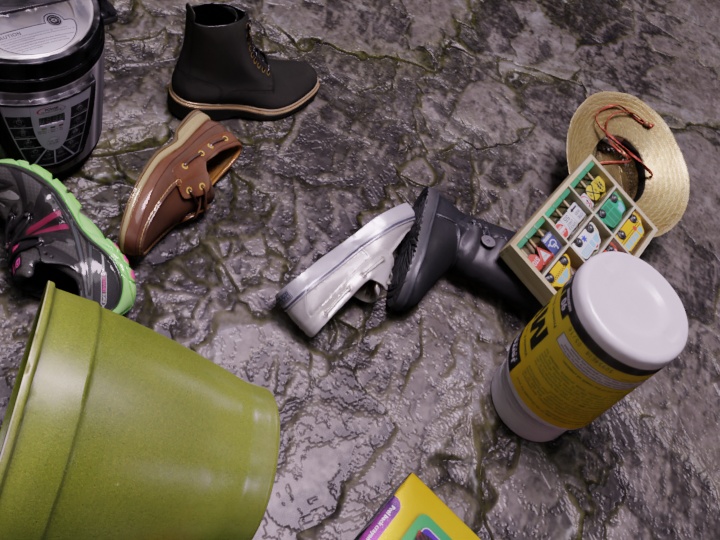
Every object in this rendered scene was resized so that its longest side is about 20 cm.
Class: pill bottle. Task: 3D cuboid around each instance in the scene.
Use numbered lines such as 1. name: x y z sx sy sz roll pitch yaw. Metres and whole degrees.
1. pill bottle: 0.211 0.084 0.721 0.111 0.201 0.116 10 52 -14

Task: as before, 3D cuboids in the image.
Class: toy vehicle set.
1. toy vehicle set: 0.257 -0.034 0.858 0.124 0.027 0.200 47 57 1

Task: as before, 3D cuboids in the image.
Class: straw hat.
1. straw hat: 0.336 -0.127 0.989 0.196 0.085 0.206 5 72 -16

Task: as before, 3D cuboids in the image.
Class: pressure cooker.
1. pressure cooker: -0.336 -0.206 0.709 0.174 0.201 0.179 15 50 -11

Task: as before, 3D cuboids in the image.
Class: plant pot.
1. plant pot: -0.168 0.133 0.557 0.189 0.201 0.204 17 51 -23

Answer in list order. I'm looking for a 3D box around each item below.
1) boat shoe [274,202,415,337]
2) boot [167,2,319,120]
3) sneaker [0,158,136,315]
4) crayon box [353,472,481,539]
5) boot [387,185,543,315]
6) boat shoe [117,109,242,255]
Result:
1. boat shoe: 0.000 0.000 0.787 0.199 0.071 0.070 -38 91 -37
2. boot: -0.121 -0.250 0.864 0.197 0.139 0.078 -20 64 -33
3. sneaker: -0.294 -0.027 0.680 0.199 0.077 0.084 41 48 11
4. crayon box: 0.041 0.300 0.593 0.172 0.059 0.199 43 53 9
5. boot: 0.139 0.011 0.840 0.197 0.066 0.167 27 58 -11
6. boat shoe: -0.184 -0.090 0.770 0.066 0.073 0.202 24 49 -1
